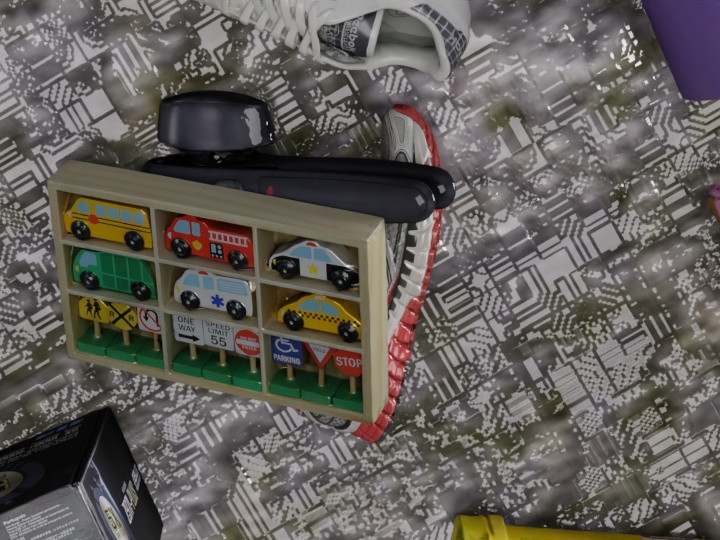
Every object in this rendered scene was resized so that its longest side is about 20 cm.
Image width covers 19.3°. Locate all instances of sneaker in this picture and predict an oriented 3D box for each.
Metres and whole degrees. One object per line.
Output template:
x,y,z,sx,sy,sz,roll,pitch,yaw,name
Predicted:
-0.034,-0.160,1.198,0.199,0.081,0.077,10,143,0,sneaker
0.000,0.000,1.242,0.082,0.078,0.201,14,100,-2,sneaker

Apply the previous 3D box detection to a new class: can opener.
-0.041,-0.051,1.203,0.199,0.063,0.079,12,121,32,can opener

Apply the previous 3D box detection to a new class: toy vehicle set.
-0.081,0.012,1.210,0.199,0.027,0.125,11,125,20,toy vehicle set

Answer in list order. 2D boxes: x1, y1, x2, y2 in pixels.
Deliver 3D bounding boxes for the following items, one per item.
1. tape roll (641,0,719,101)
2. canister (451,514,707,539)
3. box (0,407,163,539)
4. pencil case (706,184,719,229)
0.250,-0.172,1.150,0.199,0.200,0.085,-25,101,4,tape roll
0.152,0.230,1.284,0.199,0.087,0.149,5,101,-3,canister
-0.226,0.173,1.228,0.199,0.164,0.086,-23,101,4,box
0.257,0.040,1.247,0.082,0.087,0.201,-10,101,4,pencil case
